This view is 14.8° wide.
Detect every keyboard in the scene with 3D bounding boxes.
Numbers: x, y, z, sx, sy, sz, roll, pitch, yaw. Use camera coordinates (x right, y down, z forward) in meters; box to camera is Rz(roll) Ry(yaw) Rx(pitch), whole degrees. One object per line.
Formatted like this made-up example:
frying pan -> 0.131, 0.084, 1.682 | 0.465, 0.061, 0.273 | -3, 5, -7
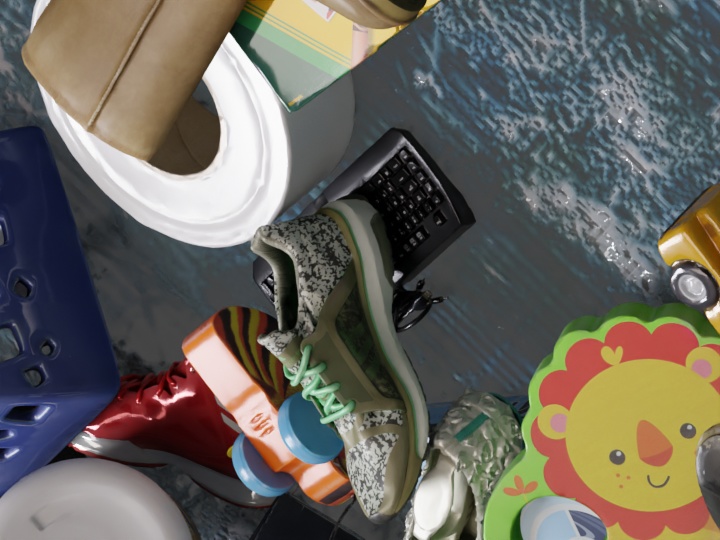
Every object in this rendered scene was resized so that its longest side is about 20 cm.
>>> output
keyboard -> 0.000, 0.000, 1.695 | 0.104, 0.040, 0.200 | 48, 141, 1

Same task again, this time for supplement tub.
supplement tub -> -0.176, 0.203, 1.838 | 0.145, 0.145, 0.200 | 44, 174, 5

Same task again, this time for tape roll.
tape roll -> -0.102, -0.117, 1.670 | 0.202, 0.071, 0.203 | 24, 134, 27

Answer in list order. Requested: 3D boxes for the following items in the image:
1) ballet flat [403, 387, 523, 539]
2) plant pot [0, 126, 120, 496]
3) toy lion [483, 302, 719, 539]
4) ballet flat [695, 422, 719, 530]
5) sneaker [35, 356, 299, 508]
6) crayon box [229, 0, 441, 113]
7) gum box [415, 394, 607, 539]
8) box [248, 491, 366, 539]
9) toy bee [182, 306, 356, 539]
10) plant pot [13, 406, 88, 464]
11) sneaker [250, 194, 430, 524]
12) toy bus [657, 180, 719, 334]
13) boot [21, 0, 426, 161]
ballet flat -> 0.051, 0.153, 1.683 | 0.072, 0.072, 0.201 | 29, 137, 21
plant pot -> -0.297, 0.038, 1.831 | 0.200, 0.179, 0.201 | -39, 64, 49
toy lion -> 0.155, 0.121, 1.589 | 0.199, 0.069, 0.192 | -29, 99, 21
ballet flat -> 0.254, 0.148, 1.527 | 0.066, 0.057, 0.200 | -27, 119, 40
sneaker -> -0.127, 0.074, 1.856 | 0.199, 0.078, 0.116 | 16, 123, 16
crayon box -> 0.004, -0.189, 1.487 | 0.200, 0.058, 0.119 | -35, 95, 34
gum box -> 0.130, 0.171, 1.710 | 0.169, 0.045, 0.201 | -8, 114, 45
box -> -0.024, 0.284, 1.849 | 0.196, 0.124, 0.200 | 32, 139, 2
toy bee -> -0.030, 0.110, 1.760 | 0.130, 0.108, 0.201 | -9, 99, 39
plant pot -> -0.299, 0.193, 2.009 | 0.199, 0.200, 0.178 | -4, 108, 44
sneaker -> -0.022, 0.055, 1.636 | 0.077, 0.088, 0.201 | -36, 63, 55
toy bus -> 0.249, 0.038, 1.480 | 0.200, 0.065, 0.078 | 53, 140, -5
boot -> -0.074, -0.134, 1.480 | 0.175, 0.066, 0.200 | 47, 124, 14
